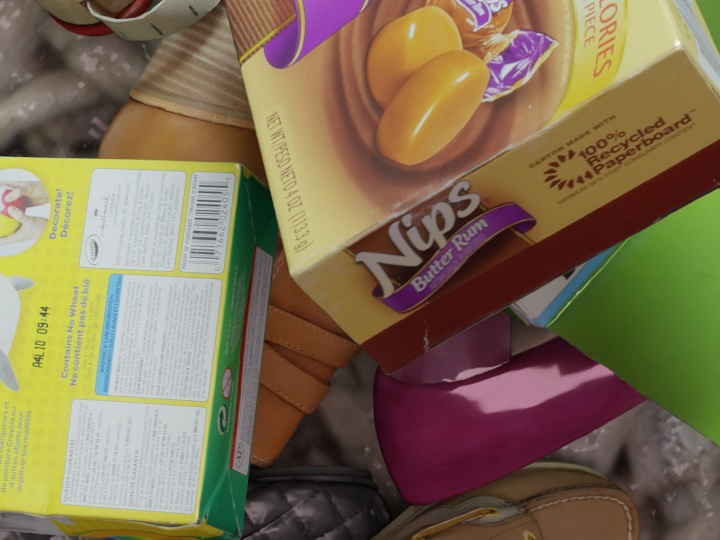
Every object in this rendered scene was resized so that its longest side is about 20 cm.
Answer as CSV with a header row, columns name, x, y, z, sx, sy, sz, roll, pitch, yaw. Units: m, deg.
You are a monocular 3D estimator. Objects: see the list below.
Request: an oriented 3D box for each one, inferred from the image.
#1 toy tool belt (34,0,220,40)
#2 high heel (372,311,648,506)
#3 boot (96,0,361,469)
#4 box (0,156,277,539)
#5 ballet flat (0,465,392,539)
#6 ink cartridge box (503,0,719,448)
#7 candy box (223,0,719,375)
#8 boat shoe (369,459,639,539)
name,x,y,z,sx,sy,sz,roll,pitch,yaw
toy tool belt,-0.077,-0.186,0.758,0.125,0.123,0.201,24,84,31
high heel,0.103,0.028,0.794,0.199,0.068,0.097,-1,118,-1
boot,0.000,0.000,0.823,0.199,0.074,0.155,23,94,-6
box,-0.131,0.023,0.766,0.199,0.048,0.118,3,78,16
ballet flat,-0.083,0.102,0.809,0.199,0.066,0.057,-4,73,-11
ink cartridge box,0.082,-0.056,0.685,0.148,0.200,0.076,-48,125,-4
candy box,0.024,-0.082,0.656,0.116,0.201,0.056,-29,136,15
boat shoe,0.030,0.117,0.796,0.199,0.066,0.074,-20,109,-38
